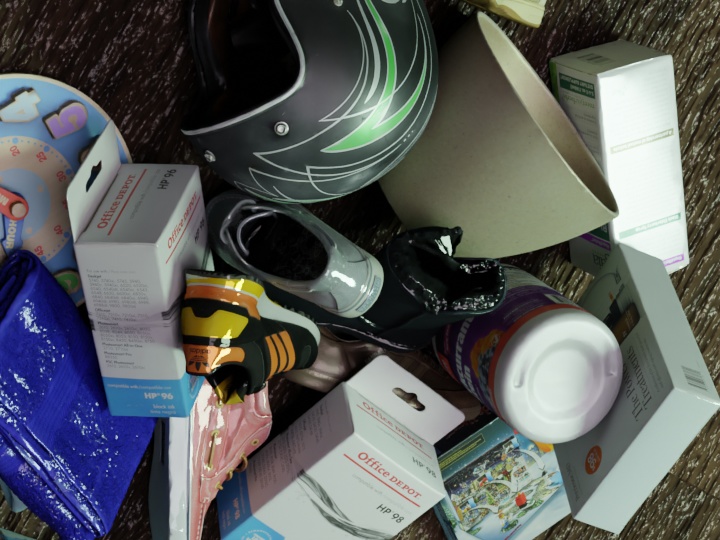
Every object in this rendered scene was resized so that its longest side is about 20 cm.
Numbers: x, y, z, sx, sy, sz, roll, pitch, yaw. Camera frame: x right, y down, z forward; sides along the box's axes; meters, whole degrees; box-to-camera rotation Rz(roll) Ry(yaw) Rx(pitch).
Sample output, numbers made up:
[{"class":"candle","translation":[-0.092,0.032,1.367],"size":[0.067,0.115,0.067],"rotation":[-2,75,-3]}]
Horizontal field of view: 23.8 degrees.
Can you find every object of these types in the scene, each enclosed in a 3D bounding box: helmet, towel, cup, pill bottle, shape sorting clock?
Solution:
[{"class":"helmet","translation":[-0.038,-0.147,1.292],"size":[0.199,0.200,0.192],"rotation":[-2,91,-25]},{"class":"towel","translation":[-0.229,0.101,1.296],"size":[0.200,0.049,0.148],"rotation":[58,42,-37]},{"class":"cup","translation":[0.096,-0.089,1.394],"size":[0.143,0.201,0.200],"rotation":[-34,121,15]},{"class":"pill bottle","translation":[0.126,0.059,1.430],"size":[0.111,0.200,0.112],"rotation":[-6,108,-19]},{"class":"shape sorting clock","translation":[-0.264,-0.050,1.300],"size":[0.199,0.039,0.201],"rotation":[-8,111,-23]}]

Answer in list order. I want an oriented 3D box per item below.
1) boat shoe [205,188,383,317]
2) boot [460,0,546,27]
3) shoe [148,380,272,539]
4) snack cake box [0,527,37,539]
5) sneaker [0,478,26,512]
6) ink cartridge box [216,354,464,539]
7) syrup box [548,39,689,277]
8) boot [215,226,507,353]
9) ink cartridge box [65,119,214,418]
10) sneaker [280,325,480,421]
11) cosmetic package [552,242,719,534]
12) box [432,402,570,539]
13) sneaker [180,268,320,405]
[{"class":"boat shoe","translation":[-0.066,-0.026,1.302],"size":[0.071,0.200,0.070],"rotation":[32,86,-45]},{"class":"boot","translation":[0.115,-0.286,1.355],"size":[0.200,0.073,0.156],"rotation":[10,102,-59]},{"class":"shoe","translation":[-0.123,0.160,1.419],"size":[0.091,0.071,0.201],"rotation":[-2,104,-22]},{"class":"snack cake box","translation":[-0.232,0.301,1.416],"size":[0.199,0.067,0.115],"rotation":[26,93,-31]},{"class":"sneaker","translation":[-0.300,0.116,1.317],"size":[0.082,0.074,0.200],"rotation":[-45,120,-12]},{"class":"ink cartridge box","translation":[-0.013,0.175,1.437],"size":[0.200,0.067,0.116],"rotation":[-41,122,20]},{"class":"syrup box","translation":[0.228,-0.093,1.503],"size":[0.081,0.079,0.201],"rotation":[-17,114,-21]},{"class":"boot","translation":[0.000,0.000,1.352],"size":[0.199,0.168,0.077],"rotation":[20,68,-14]},{"class":"ink cartridge box","translation":[-0.160,-0.002,1.295],"size":[0.067,0.116,0.201],"rotation":[1,124,12]},{"class":"sneaker","translation":[0.028,0.078,1.468],"size":[0.199,0.070,0.076],"rotation":[14,95,-30]},{"class":"cosmetic package","translation":[0.216,0.095,1.425],"size":[0.051,0.200,0.151],"rotation":[19,120,-19]},{"class":"box","translation":[0.155,0.172,1.578],"size":[0.199,0.038,0.137],"rotation":[-32,117,-13]},{"class":"sneaker","translation":[-0.091,0.064,1.319],"size":[0.200,0.070,0.091],"rotation":[44,54,-65]}]
